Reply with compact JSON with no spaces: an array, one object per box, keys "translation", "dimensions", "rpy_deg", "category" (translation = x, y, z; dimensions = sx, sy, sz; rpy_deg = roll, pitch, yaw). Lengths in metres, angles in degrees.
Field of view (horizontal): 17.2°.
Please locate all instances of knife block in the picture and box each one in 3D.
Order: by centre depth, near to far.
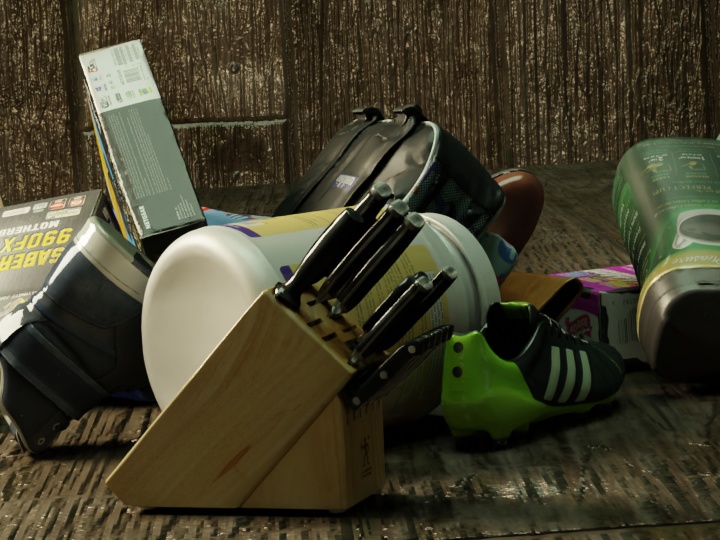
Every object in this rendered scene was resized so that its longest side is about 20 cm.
[{"translation":[-0.045,0.042,1.320],"dimensions":[0.199,0.177,0.064],"rpy_deg":[-1,6,21],"category":"knife block"}]

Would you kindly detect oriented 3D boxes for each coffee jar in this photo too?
[{"translation":[0.237,-0.006,1.657],"dimensions":[0.104,0.086,0.200],"rpy_deg":[3,37,-3],"category":"coffee jar"}]

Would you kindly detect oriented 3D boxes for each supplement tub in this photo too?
[{"translation":[-0.023,0.035,1.506],"dimensions":[0.199,0.146,0.145],"rpy_deg":[-9,8,-41],"category":"supplement tub"}]

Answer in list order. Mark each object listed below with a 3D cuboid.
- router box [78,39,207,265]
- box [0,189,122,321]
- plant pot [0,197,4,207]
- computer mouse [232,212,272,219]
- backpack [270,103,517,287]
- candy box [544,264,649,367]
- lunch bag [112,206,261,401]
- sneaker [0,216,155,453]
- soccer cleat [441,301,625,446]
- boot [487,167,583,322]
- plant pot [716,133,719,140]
[{"translation":[-0.145,-0.043,1.681],"dimensions":[0.051,0.150,0.200],"rpy_deg":[-16,46,-8],"category":"router box"},{"translation":[-0.290,0.021,1.768],"dimensions":[0.199,0.048,0.159],"rpy_deg":[-10,37,19],"category":"box"},{"translation":[-0.430,-0.018,2.172],"dimensions":[0.185,0.187,0.200],"rpy_deg":[-6,-7,-19],"category":"plant pot"},{"translation":[-0.050,-0.027,2.516],"dimensions":[0.199,0.053,0.138],"rpy_deg":[5,2,-30],"category":"computer mouse"},{"translation":[0.000,0.000,1.703],"dimensions":[0.200,0.151,0.177],"rpy_deg":[-48,22,-15],"category":"backpack"},{"translation":[0.243,0.028,1.784],"dimensions":[0.199,0.061,0.136],"rpy_deg":[-7,7,-17],"category":"candy box"},{"translation":[-0.168,0.038,1.783],"dimensions":[0.150,0.094,0.200],"rpy_deg":[13,40,35],"category":"lunch bag"},{"translation":[-0.156,0.073,1.567],"dimensions":[0.202,0.146,0.077],"rpy_deg":[41,2,-36],"category":"sneaker"},{"translation":[0.115,0.057,1.518],"dimensions":[0.067,0.082,0.200],"rpy_deg":[0,8,31],"category":"soccer cleat"},{"translation":[0.106,-0.001,1.770],"dimensions":[0.188,0.069,0.200],"rpy_deg":[-40,17,-15],"category":"boot"},{"translation":[0.353,-0.046,1.918],"dimensions":[0.134,0.201,0.200],"rpy_deg":[-38,26,-33],"category":"plant pot"}]
